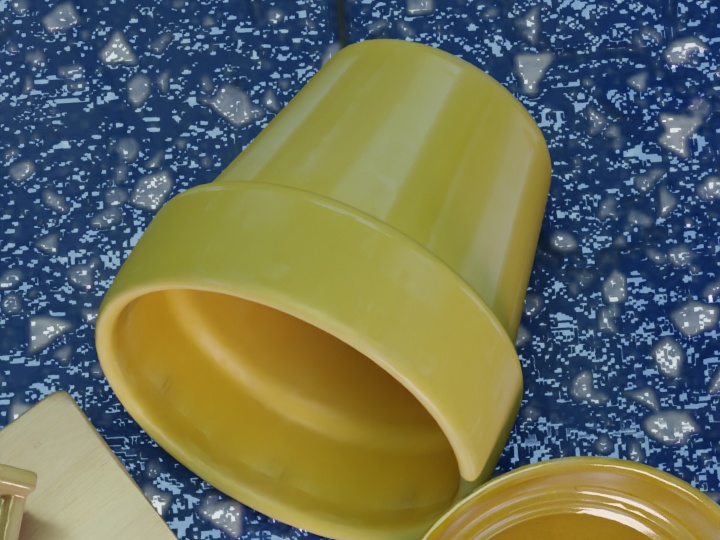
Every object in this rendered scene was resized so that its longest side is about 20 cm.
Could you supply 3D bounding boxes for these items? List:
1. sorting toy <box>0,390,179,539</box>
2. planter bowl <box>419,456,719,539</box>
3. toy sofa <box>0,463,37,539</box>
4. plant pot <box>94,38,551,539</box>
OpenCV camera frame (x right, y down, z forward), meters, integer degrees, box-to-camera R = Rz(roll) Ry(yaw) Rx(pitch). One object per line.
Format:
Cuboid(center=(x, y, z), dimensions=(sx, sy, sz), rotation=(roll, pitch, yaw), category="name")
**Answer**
Cuboid(center=(-0.162, 0.199, 1.428), dimensions=(0.200, 0.070, 0.199), rotation=(-36, 73, -9), category="sorting toy")
Cuboid(center=(0.098, 0.185, 1.400), dimensions=(0.199, 0.083, 0.202), rotation=(0, 91, -7), category="planter bowl")
Cuboid(center=(-0.214, 0.183, 1.366), dimensions=(0.082, 0.098, 0.201), rotation=(15, 70, -18), category="toy sofa")
Cuboid(center=(0.000, 0.000, 1.435), dimensions=(0.200, 0.201, 0.189), rotation=(22, 57, 10), category="plant pot")
